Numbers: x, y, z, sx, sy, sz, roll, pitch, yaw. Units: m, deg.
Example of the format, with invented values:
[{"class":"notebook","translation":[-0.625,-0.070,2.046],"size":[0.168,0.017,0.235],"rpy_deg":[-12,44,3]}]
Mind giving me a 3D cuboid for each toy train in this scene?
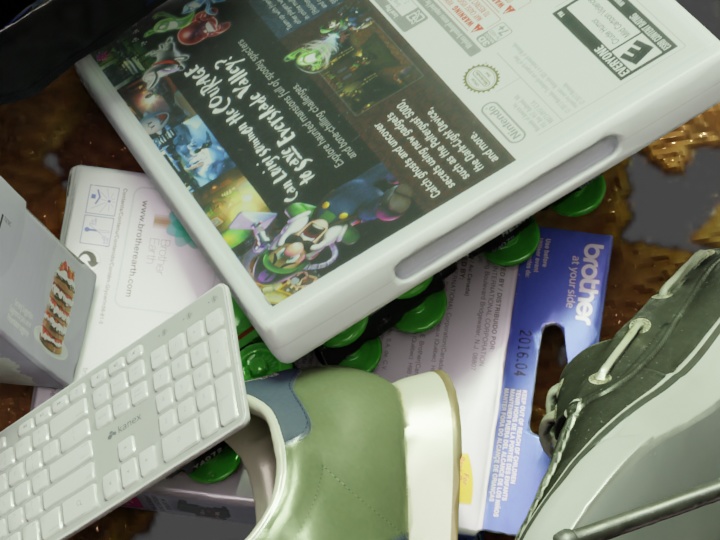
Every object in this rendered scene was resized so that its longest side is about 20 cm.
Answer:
[{"class":"toy train","translation":[0.000,0.000,0.987],"size":[0.200,0.042,0.056],"rpy_deg":[-35,63,-7]}]

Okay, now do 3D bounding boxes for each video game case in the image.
[{"class":"video game case","translation":[0.009,-0.070,1.003],"size":[0.182,0.023,0.200],"rpy_deg":[-31,40,-6]}]

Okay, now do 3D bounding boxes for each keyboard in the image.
[{"class":"keyboard","translation":[-0.113,0.075,0.963],"size":[0.200,0.011,0.056],"rpy_deg":[-33,43,28]}]

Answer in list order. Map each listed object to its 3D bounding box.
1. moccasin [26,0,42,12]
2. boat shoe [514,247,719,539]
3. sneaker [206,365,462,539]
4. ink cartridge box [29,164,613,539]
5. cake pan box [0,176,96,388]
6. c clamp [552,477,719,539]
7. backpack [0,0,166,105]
[{"class":"moccasin","translation":[-0.157,-0.111,1.057],"size":[0.080,0.068,0.200],"rpy_deg":[25,79,11]},{"class":"boat shoe","translation":[0.097,0.058,0.960],"size":[0.064,0.071,0.200],"rpy_deg":[12,38,34]},{"class":"sneaker","translation":[-0.016,0.121,0.906],"size":[0.090,0.067,0.201],"rpy_deg":[7,61,-12]},{"class":"ink cartridge box","translation":[-0.015,0.033,1.016],"size":[0.200,0.042,0.120],"rpy_deg":[6,72,8]},{"class":"cake pan box","translation":[-0.208,-0.019,0.945],"size":[0.184,0.200,0.052],"rpy_deg":[3,71,17]},{"class":"c clamp","translation":[0.169,0.141,0.908],"size":[0.171,0.027,0.200],"rpy_deg":[-23,98,-13]},{"class":"backpack","translation":[-0.146,-0.144,0.938],"size":[0.154,0.200,0.191],"rpy_deg":[41,86,16]}]
